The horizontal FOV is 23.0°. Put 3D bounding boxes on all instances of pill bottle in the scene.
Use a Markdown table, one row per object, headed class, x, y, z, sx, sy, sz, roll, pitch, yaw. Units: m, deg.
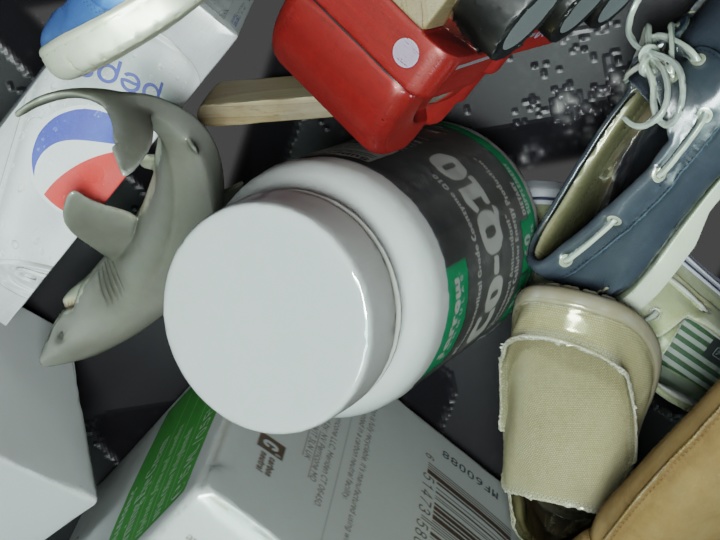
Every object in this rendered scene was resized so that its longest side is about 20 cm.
| class | x | y | z | sx | sy | sz | roll | pitch | yaw |
| --- | --- | --- | --- | --- | --- | --- | --- | --- | --- |
| pill bottle | 0.000 | 0.000 | 0.789 | 0.112 | 0.200 | 0.114 | 6 | 104 | 22 |

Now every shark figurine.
| class | x | y | z | sx | sy | sz | roll | pitch | yaw |
| --- | --- | --- | --- | --- | --- | --- | --- | --- | --- |
| shark figurine | -0.082 | -0.020 | 0.819 | 0.090 | 0.127 | 0.215 | 52 | 153 | 21 |

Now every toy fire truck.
| class | x | y | z | sx | sy | sz | roll | pitch | yaw |
| --- | --- | --- | --- | --- | --- | --- | --- | --- | --- |
| toy fire truck | 0.007 | -0.102 | 0.784 | 0.129 | 0.176 | 0.200 | 45 | 118 | 10 |

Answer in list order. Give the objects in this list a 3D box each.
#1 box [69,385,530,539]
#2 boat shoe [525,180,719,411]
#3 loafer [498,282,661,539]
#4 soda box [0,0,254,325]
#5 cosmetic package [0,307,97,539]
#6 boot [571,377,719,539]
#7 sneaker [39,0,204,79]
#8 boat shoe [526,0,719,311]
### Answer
| class | x | y | z | sx | sy | sz | roll | pitch | yaw |
| --- | --- | --- | --- | --- | --- | --- | --- | --- | --- |
| box | -0.037 | 0.167 | 0.894 | 0.199 | 0.199 | 0.171 | 38 | 113 | -10 |
| boat shoe | 0.146 | 0.021 | 0.882 | 0.199 | 0.062 | 0.072 | 28 | 115 | -6 |
| loafer | 0.105 | 0.081 | 0.865 | 0.075 | 0.069 | 0.201 | 10 | 146 | 17 |
| soda box | -0.136 | -0.071 | 0.865 | 0.063 | 0.068 | 0.200 | 37 | 112 | -12 |
| cosmetic package | -0.276 | 0.088 | 0.884 | 0.199 | 0.124 | 0.199 | -37 | 135 | 19 |
| boot | 0.178 | 0.107 | 0.839 | 0.066 | 0.174 | 0.200 | 52 | 120 | 24 |
| sneaker | -0.077 | -0.178 | 0.752 | 0.199 | 0.077 | 0.112 | -37 | 98 | 4 |
| boat shoe | 0.142 | -0.074 | 0.798 | 0.061 | 0.075 | 0.201 | 19 | 119 | -23 |
